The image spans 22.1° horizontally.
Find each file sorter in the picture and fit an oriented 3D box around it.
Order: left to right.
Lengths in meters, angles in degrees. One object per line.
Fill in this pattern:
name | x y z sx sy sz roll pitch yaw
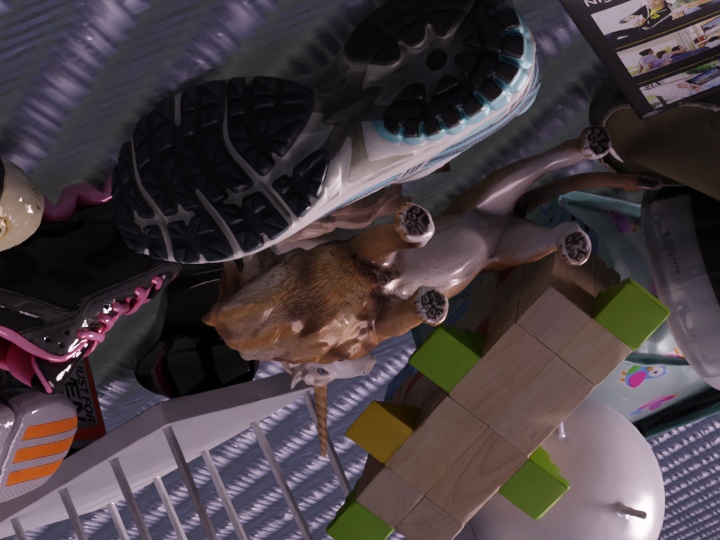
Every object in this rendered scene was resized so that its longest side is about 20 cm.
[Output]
file sorter | -0.113 0.160 1.081 0.200 0.125 0.139 -32 168 34

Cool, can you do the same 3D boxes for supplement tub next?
supplement tub | 0.250 -0.023 0.903 0.200 0.123 0.122 -19 163 26

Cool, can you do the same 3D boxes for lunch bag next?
lunch bag | 0.154 0.042 1.100 0.199 0.122 0.170 10 154 -31

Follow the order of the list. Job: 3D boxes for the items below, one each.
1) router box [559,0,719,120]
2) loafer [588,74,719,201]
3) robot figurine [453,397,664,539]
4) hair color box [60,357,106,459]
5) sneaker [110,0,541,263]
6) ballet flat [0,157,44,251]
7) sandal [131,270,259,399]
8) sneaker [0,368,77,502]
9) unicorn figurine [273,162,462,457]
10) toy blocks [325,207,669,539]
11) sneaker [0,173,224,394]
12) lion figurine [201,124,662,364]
router box | 0.181 -0.137 0.727 0.199 0.051 0.149 -21 160 15
loafer | 0.177 -0.060 0.833 0.075 0.070 0.200 41 154 -31
robot figurine | 0.099 0.138 1.034 0.113 0.169 0.200 -50 177 -27
hair color box | -0.255 0.093 1.032 0.200 0.061 0.101 -4 159 -36
sneaker | -0.011 -0.051 0.788 0.200 0.078 0.086 -21 165 16
ballet flat | -0.214 -0.017 0.722 0.200 0.057 0.067 -2 128 -37
sandal | -0.091 0.050 1.068 0.075 0.045 0.200 -13 162 -13
sneaker | -0.233 0.067 0.854 0.200 0.112 0.078 1 118 -61
unicorn figurine | 0.000 0.000 0.971 0.137 0.074 0.200 -22 142 9
toy blocks | 0.071 0.047 0.930 0.200 0.100 0.137 -49 -172 24
sneaker | -0.134 0.010 0.835 0.199 0.096 0.079 -9 158 -24
lion figurine | 0.033 -0.007 0.850 0.200 0.073 0.122 -14 176 -31
